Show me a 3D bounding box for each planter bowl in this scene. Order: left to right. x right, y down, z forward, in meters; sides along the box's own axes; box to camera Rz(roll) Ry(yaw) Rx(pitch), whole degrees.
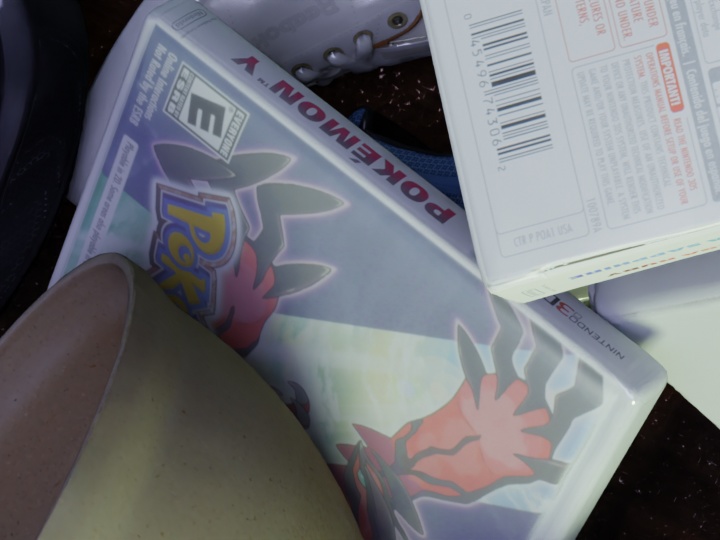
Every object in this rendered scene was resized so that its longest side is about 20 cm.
[{"bbox_3d":[-0.068,0.115,0.753,0.134,0.200,0.201,34,103,-17],"label":"planter bowl"}]

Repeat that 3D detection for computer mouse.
[{"bbox_3d":[-0.133,-0.048,0.861,0.138,0.053,0.201,44,137,19],"label":"computer mouse"}]

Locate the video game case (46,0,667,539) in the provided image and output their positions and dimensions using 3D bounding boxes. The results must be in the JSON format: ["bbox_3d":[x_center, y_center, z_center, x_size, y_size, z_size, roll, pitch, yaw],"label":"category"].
[{"bbox_3d":[-0.021,0.047,0.806,0.182,0.023,0.201,38,130,16],"label":"video game case"}]

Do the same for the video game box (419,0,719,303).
[{"bbox_3d":[0.099,-0.111,0.665,0.181,0.047,0.202,-15,80,16],"label":"video game box"}]

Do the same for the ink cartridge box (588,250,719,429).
[{"bbox_3d":[0.170,-0.048,0.743,0.199,0.085,0.145,-12,57,33],"label":"ink cartridge box"}]

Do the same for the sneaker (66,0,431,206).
[{"bbox_3d":[-0.013,-0.080,0.858,0.085,0.073,0.200,43,102,7],"label":"sneaker"}]

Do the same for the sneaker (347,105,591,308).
[{"bbox_3d":[0.000,0.000,0.873,0.199,0.078,0.090,-18,70,20],"label":"sneaker"}]
